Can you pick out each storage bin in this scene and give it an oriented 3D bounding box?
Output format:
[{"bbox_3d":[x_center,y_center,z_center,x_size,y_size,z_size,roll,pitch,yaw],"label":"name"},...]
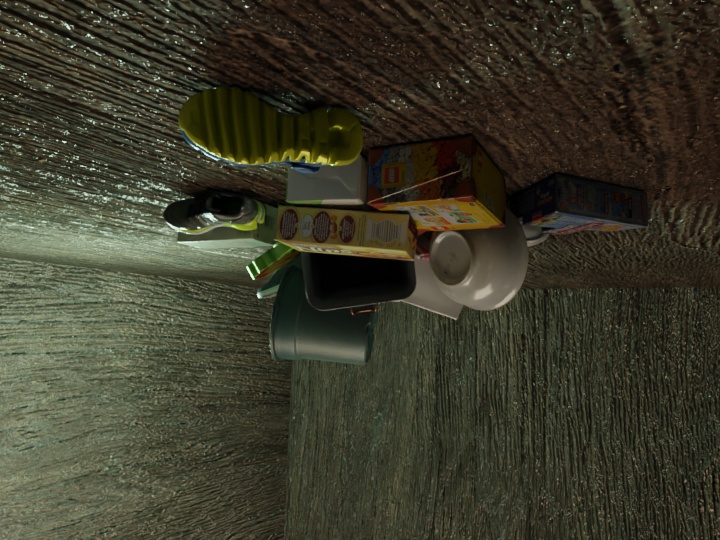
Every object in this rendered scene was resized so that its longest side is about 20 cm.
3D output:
[{"bbox_3d":[0.000,0.000,0.980,0.195,0.149,0.134,-8,-174,2],"label":"storage bin"}]

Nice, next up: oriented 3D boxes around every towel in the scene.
[{"bbox_3d":[0.153,-0.058,1.108,0.197,0.030,0.146,3,-151,-36],"label":"towel"}]

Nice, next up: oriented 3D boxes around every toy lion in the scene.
[{"bbox_3d":[-0.139,-0.046,1.054,0.190,0.070,0.200,-31,178,-21],"label":"toy lion"}]

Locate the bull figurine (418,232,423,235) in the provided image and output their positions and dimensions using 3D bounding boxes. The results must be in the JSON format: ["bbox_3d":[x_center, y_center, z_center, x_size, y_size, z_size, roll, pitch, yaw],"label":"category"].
[{"bbox_3d":[0.091,-0.101,0.966,0.118,0.067,0.200,5,172,-4],"label":"bull figurine"}]

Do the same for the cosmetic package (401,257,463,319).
[{"bbox_3d":[0.131,0.012,1.107,0.196,0.115,0.081,19,-160,-6],"label":"cosmetic package"}]

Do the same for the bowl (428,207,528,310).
[{"bbox_3d":[0.185,-0.026,0.922,0.089,0.206,0.199,-5,180,-39],"label":"bowl"}]

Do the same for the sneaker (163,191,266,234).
[{"bbox_3d":[-0.280,-0.117,0.982,0.195,0.076,0.081,-5,164,8],"label":"sneaker"}]

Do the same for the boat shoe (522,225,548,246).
[{"bbox_3d":[0.272,-0.081,1.010,0.196,0.072,0.072,5,-171,1],"label":"boat shoe"}]

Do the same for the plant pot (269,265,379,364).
[{"bbox_3d":[-0.066,0.106,1.101,0.191,0.205,0.200,10,175,7],"label":"plant pot"}]

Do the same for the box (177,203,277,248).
[{"bbox_3d":[-0.276,-0.093,1.092,0.196,0.080,0.095,-1,174,23],"label":"box"}]

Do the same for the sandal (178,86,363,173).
[{"bbox_3d":[-0.100,-0.145,0.582,0.196,0.082,0.087,7,176,-23],"label":"sandal"}]

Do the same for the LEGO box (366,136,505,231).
[{"bbox_3d":[0.117,-0.115,0.757,0.146,0.079,0.199,0,173,27],"label":"LEGO box"}]

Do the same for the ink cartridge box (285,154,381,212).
[{"bbox_3d":[-0.023,-0.118,0.828,0.114,0.069,0.200,1,173,18],"label":"ink cartridge box"}]

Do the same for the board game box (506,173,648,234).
[{"bbox_3d":[0.367,-0.100,0.892,0.195,0.063,0.200,4,174,-10],"label":"board game box"}]

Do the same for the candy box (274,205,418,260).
[{"bbox_3d":[-0.017,-0.054,0.793,0.195,0.057,0.115,6,175,12],"label":"candy box"}]

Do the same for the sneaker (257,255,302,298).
[{"bbox_3d":[-0.172,-0.030,1.232,0.199,0.149,0.077,-26,174,6],"label":"sneaker"}]
